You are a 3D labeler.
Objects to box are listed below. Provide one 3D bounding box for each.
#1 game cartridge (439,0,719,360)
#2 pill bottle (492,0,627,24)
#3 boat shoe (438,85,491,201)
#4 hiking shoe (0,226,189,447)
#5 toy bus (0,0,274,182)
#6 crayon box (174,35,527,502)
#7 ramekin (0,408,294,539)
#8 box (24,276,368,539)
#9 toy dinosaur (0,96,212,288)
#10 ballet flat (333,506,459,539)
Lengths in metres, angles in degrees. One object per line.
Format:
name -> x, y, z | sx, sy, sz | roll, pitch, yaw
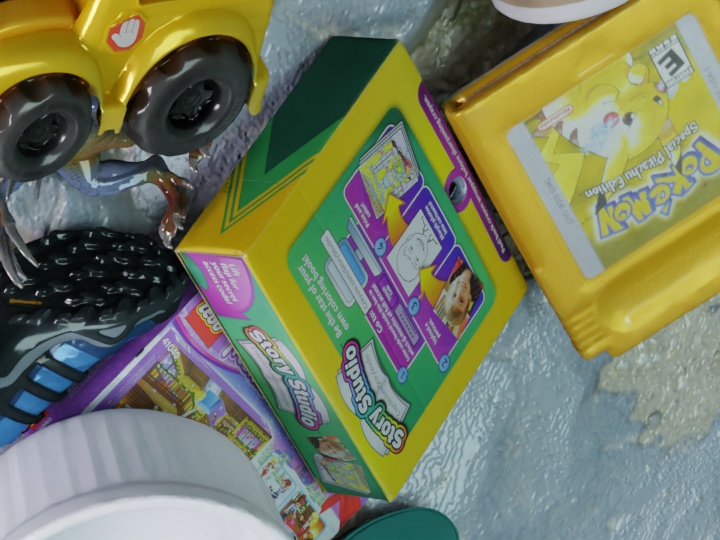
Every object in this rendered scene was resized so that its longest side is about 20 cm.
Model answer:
game cartridge -> 0.165, -0.063, 1.479 | 0.176, 0.032, 0.201 | -33, 117, -1
pill bottle -> 0.097, -0.248, 1.402 | 0.111, 0.111, 0.201 | -37, 126, -22
boat shoe -> 0.127, -0.059, 1.528 | 0.199, 0.066, 0.074 | 18, 95, -41
hiking shoe -> -0.179, 0.042, 1.333 | 0.199, 0.074, 0.087 | -25, 148, -33
toy bus -> -0.127, -0.156, 1.194 | 0.199, 0.136, 0.193 | -14, 143, -36
crayon box -> 0.000, 0.000, 1.427 | 0.173, 0.058, 0.201 | -54, 133, -30
ramekin -> -0.127, 0.170, 1.349 | 0.199, 0.098, 0.202 | -8, 126, -12
box -> -0.088, 0.107, 1.436 | 0.137, 0.039, 0.200 | -46, 129, -15
toy dinosaur -> -0.172, -0.065, 1.302 | 0.180, 0.201, 0.105 | 15, 130, -16
ballet flat -> -0.013, 0.206, 1.507 | 0.200, 0.068, 0.075 | -36, 165, -53
